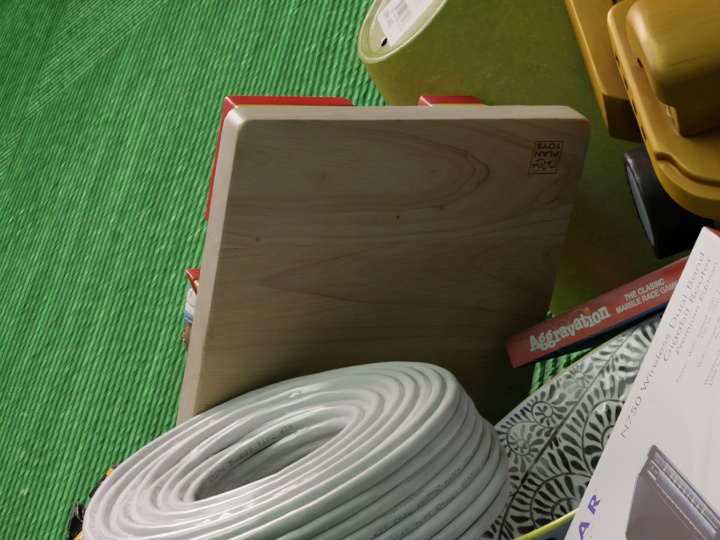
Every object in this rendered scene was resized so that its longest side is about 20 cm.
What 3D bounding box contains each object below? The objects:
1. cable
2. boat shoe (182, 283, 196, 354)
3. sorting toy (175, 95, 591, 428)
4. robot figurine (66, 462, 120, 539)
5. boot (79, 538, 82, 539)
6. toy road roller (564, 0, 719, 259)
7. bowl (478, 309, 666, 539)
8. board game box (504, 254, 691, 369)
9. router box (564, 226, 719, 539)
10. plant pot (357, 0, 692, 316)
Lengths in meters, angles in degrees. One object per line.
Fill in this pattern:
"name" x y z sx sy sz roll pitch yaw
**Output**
"cable" -0.031 0.106 0.938 0.200 0.069 0.200 -22 13 8
"boat shoe" -0.034 0.068 1.213 0.200 0.072 0.073 28 114 48
"sorting toy" 0.000 0.000 1.065 0.070 0.200 0.199 45 131 52
"robot figurine" -0.181 0.223 1.419 0.145 0.058 0.200 1 59 60
"boot" -0.139 0.169 1.257 0.073 0.198 0.163 59 141 23
"toy road roller" 0.175 -0.116 0.998 0.123 0.146 0.200 -17 62 4
"bowl" 0.135 0.102 0.941 0.201 0.094 0.201 -35 10 7
"board game box" 0.175 0.004 1.034 0.200 0.103 0.019 -28 80 44
"router box" 0.134 0.101 0.749 0.180 0.049 0.200 -124 56 -74
"plant pot" 0.101 -0.097 1.158 0.187 0.200 0.187 -40 28 27
